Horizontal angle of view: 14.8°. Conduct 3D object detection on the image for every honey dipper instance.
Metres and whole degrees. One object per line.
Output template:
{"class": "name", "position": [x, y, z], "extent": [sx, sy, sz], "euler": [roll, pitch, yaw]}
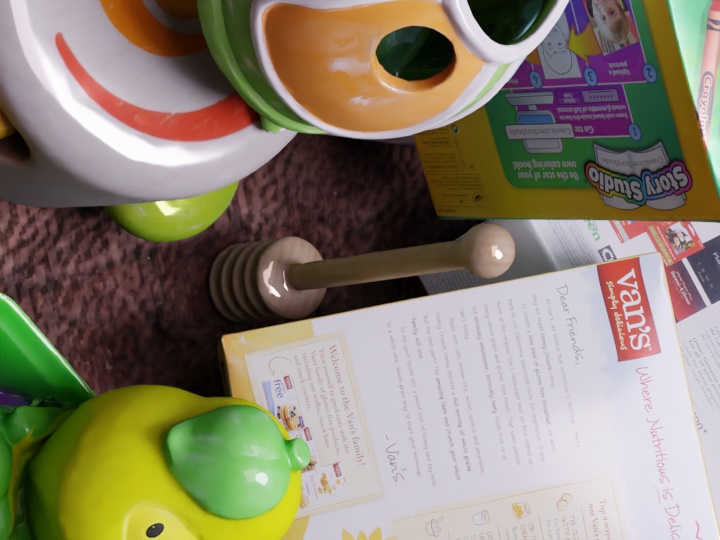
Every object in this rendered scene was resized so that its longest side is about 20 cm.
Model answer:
{"class": "honey dipper", "position": [0.000, 0.000, 1.187], "extent": [0.038, 0.200, 0.038], "euler": [3, 85, -33]}

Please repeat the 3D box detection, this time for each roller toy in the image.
{"class": "roller toy", "position": [-0.105, -0.119, 1.148], "extent": [0.199, 0.139, 0.183], "euler": [19, 79, -34]}

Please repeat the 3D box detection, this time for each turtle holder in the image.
{"class": "turtle holder", "position": [0.027, -0.132, 1.086], "extent": [0.185, 0.131, 0.142], "euler": [-33, 117, -37]}

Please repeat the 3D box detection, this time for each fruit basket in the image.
{"class": "fruit basket", "position": [-0.116, 0.113, 1.105], "extent": [0.156, 0.215, 0.216], "euler": [-51, 117, -25]}

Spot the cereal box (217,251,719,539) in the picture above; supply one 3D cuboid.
{"class": "cereal box", "position": [0.048, 0.080, 1.203], "extent": [0.199, 0.040, 0.145], "euler": [-10, 85, -7]}

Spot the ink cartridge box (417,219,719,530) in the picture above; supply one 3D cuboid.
{"class": "ink cartridge box", "position": [0.149, 0.047, 1.321], "extent": [0.175, 0.084, 0.201], "euler": [-23, 83, -46]}

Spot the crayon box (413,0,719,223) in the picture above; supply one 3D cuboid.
{"class": "crayon box", "position": [0.094, -0.085, 1.167], "extent": [0.058, 0.200, 0.119], "euler": [-25, 105, -32]}

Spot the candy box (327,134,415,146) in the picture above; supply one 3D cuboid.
{"class": "candy box", "position": [0.024, -0.160, 1.285], "extent": [0.167, 0.071, 0.201], "euler": [6, 86, -36]}
